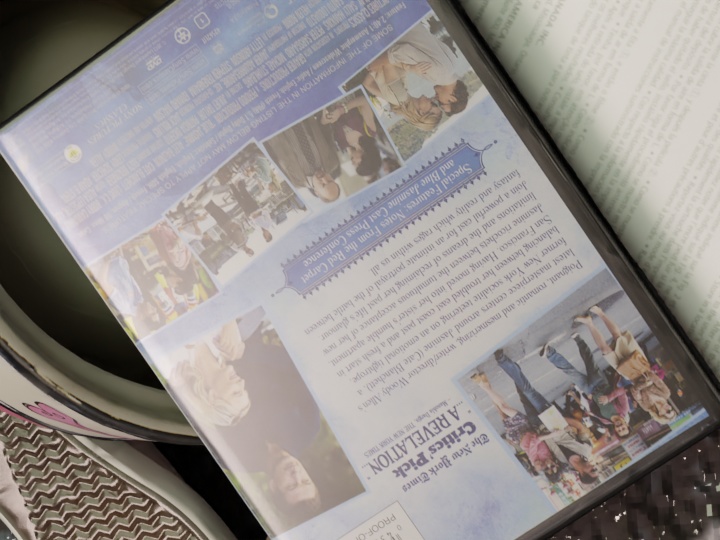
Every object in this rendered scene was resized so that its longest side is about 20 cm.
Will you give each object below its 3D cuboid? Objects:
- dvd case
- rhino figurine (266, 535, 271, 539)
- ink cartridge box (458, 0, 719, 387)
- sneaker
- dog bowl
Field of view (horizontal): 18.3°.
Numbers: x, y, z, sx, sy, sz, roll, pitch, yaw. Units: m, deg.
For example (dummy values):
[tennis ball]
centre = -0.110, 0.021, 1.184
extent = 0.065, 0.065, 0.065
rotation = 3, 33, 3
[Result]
[dvd case]
centre = 0.000, 0.000, 0.681
extent = 0.142, 0.018, 0.200
rotation = -34, 93, 13
[rhino figurine]
centre = 0.002, 0.165, 0.754
extent = 0.087, 0.060, 0.201
rotation = 1, 87, 41
[ink cartridge box]
centre = 0.121, -0.042, 0.690
extent = 0.199, 0.057, 0.163
rotation = 28, 101, 3
[sneaker]
centre = -0.088, 0.086, 0.829
extent = 0.073, 0.085, 0.200
rotation = -40, 85, 15
[dog bowl]
centre = -0.082, -0.033, 0.764
extent = 0.074, 0.199, 0.201
rotation = -23, 71, 49
